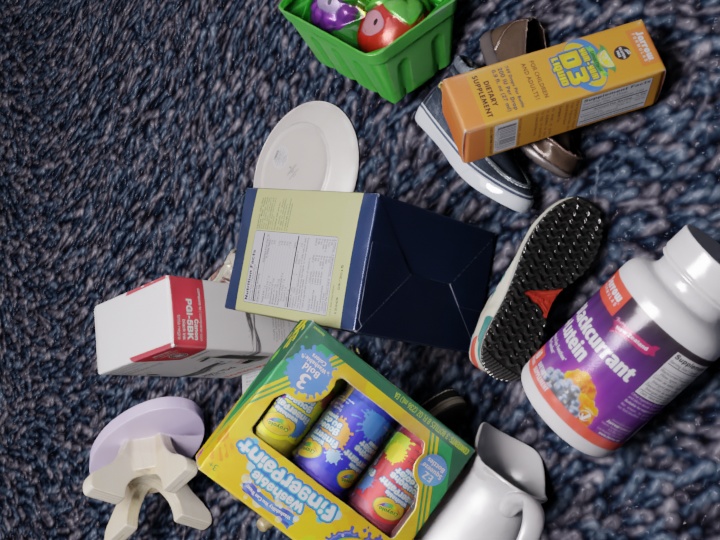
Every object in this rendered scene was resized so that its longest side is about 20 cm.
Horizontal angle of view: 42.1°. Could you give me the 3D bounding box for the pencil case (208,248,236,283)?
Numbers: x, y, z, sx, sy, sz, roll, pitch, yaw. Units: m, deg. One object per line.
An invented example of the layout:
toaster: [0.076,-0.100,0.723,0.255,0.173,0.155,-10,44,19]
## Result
pencil case: [-0.198,0.051,1.257,0.200,0.089,0.078,-42,55,28]

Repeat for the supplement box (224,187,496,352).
supplement box: [0.000,0.000,1.002,0.199,0.200,0.135,7,85,44]

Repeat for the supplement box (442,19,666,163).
supplement box: [0.181,-0.170,0.890,0.199,0.069,0.067,-17,67,-3]

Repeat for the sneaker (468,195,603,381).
sneaker: [0.164,0.014,0.933,0.200,0.070,0.093,-61,11,-7]

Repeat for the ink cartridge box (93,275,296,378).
ink cartridge box: [-0.184,0.072,1.093,0.147,0.200,0.083,-20,70,39]

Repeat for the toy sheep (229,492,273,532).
toy sheep: [-0.065,0.197,0.978,0.138,0.138,0.200,54,147,36]

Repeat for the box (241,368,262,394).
box: [-0.103,0.162,1.168,0.082,0.049,0.201,-18,69,39]

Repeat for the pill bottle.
pill bottle: [0.245,0.060,0.819,0.200,0.111,0.112,-50,51,23]

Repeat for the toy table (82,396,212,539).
toy table: [-0.281,0.271,1.243,0.200,0.183,0.117,-54,32,31]

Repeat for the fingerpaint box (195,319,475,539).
fingerpaint box: [-0.024,0.171,0.871,0.167,0.200,0.073,-52,8,-10]

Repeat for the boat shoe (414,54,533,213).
boat shoe: [0.134,-0.150,0.997,0.091,0.071,0.200,-57,47,24]

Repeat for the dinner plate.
dinner plate: [-0.081,-0.128,1.233,0.200,0.024,0.201,-13,71,42]

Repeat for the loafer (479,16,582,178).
loafer: [0.182,-0.186,0.959,0.071,0.073,0.201,-36,59,32]

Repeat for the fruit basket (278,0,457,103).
fruit basket: [0.009,-0.323,1.069,0.155,0.216,0.215,-38,46,-16]

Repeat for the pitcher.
pitcher: [0.100,0.267,0.881,0.200,0.121,0.172,-58,7,12]

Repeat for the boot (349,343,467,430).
boot: [0.014,0.142,1.040,0.204,0.073,0.154,-42,60,34]
